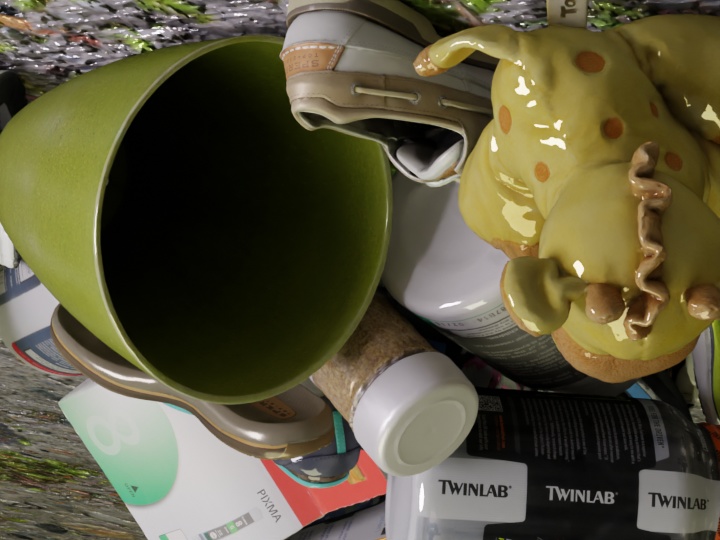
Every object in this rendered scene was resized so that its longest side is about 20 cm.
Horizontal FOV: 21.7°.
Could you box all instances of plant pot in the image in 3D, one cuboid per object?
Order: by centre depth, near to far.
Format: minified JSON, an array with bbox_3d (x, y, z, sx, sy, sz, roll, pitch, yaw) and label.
[{"bbox_3d":[-0.115,-0.039,1.028,0.186,0.188,0.199,24,173,-39],"label":"plant pot"}]

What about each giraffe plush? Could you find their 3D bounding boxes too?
[{"bbox_3d":[0.120,-0.025,0.832,0.171,0.163,0.200,-19,142,13],"label":"giraffe plush"}]

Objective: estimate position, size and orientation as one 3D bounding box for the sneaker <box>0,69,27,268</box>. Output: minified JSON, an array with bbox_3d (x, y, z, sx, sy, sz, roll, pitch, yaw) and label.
[{"bbox_3d":[-0.247,-0.069,1.163,0.090,0.079,0.200,10,152,4],"label":"sneaker"}]

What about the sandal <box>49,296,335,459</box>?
[{"bbox_3d":[-0.095,0.046,1.082,0.199,0.054,0.080,25,-146,33],"label":"sandal"}]

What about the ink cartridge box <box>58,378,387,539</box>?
[{"bbox_3d":[-0.096,0.121,1.287,0.199,0.050,0.162,-23,103,43],"label":"ink cartridge box"}]

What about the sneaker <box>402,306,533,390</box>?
[{"bbox_3d":[0.081,0.062,1.266,0.080,0.086,0.201,16,123,26],"label":"sneaker"}]

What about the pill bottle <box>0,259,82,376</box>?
[{"bbox_3d":[-0.167,0.001,1.253,0.119,0.121,0.200,18,163,-24],"label":"pill bottle"}]

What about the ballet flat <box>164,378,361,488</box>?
[{"bbox_3d":[-0.069,0.065,1.157,0.073,0.073,0.199,27,179,-44],"label":"ballet flat"}]

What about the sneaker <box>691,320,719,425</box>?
[{"bbox_3d":[0.242,0.042,1.135,0.080,0.074,0.201,-6,135,24],"label":"sneaker"}]

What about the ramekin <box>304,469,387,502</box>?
[{"bbox_3d":[-0.001,0.097,1.388,0.198,0.106,0.200,-9,-177,1],"label":"ramekin"}]

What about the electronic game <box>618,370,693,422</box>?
[{"bbox_3d":[0.152,0.076,1.316,0.199,0.042,0.200,36,163,13],"label":"electronic game"}]

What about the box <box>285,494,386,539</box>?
[{"bbox_3d":[-0.004,0.193,1.357,0.198,0.042,0.119,-14,-166,16],"label":"box"}]

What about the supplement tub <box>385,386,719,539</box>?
[{"bbox_3d":[0.119,0.134,1.114,0.198,0.124,0.123,4,165,-7],"label":"supplement tub"}]

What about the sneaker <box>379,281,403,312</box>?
[{"bbox_3d":[0.000,0.000,1.230,0.097,0.071,0.200,4,161,29],"label":"sneaker"}]

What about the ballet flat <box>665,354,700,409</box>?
[{"bbox_3d":[0.241,0.054,1.260,0.067,0.069,0.200,11,163,1],"label":"ballet flat"}]

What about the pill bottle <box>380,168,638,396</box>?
[{"bbox_3d":[0.100,0.005,1.105,0.112,0.114,0.200,0,160,32],"label":"pill bottle"}]

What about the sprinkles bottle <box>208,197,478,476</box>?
[{"bbox_3d":[-0.014,0.029,1.069,0.068,0.068,0.200,32,-167,-51],"label":"sprinkles bottle"}]

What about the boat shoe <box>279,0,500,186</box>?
[{"bbox_3d":[0.041,-0.077,0.949,0.199,0.069,0.075,20,160,-32],"label":"boat shoe"}]

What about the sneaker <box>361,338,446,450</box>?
[{"bbox_3d":[0.001,0.061,1.207,0.199,0.079,0.066,35,157,1],"label":"sneaker"}]
